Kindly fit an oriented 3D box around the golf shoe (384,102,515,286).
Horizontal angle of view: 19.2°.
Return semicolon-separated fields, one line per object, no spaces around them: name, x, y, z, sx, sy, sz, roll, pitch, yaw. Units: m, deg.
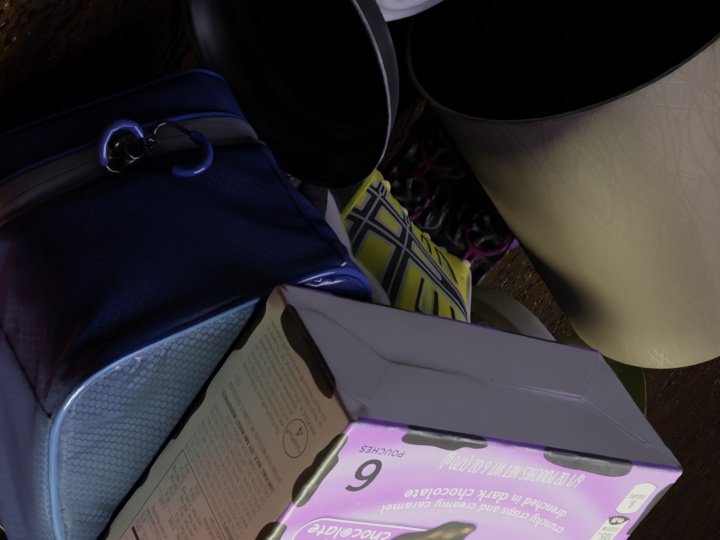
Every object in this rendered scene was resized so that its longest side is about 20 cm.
golf shoe;0.063;-0.069;1.059;0.092;0.072;0.201;-9;122;-85

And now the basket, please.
basket;0.126;-0.060;0.957;0.180;0.136;0.200;-38;138;-12

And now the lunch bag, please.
lunch bag;-0.088;0.020;0.808;0.135;0.132;0.201;-21;145;-26

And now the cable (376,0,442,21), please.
cable;0.050;-0.182;0.823;0.200;0.069;0.200;-33;166;-44

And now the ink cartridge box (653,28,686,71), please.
ink cartridge box;0.164;-0.166;1.056;0.148;0.075;0.201;-78;-179;-45

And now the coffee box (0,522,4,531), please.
coffee box;-0.081;0.047;0.993;0.200;0.044;0.123;-54;163;1

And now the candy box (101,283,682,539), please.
candy box;-0.006;0.112;0.793;0.167;0.072;0.200;12;124;-40

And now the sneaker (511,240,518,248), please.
sneaker;0.094;-0.064;1.181;0.200;0.080;0.089;-37;162;-28

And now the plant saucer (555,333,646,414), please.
plant saucer;0.082;0.118;1.127;0.200;0.031;0.200;-54;-161;29

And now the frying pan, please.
frying pan;-0.018;-0.053;0.814;0.031;0.115;0.191;-34;127;-31

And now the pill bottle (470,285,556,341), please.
pill bottle;0.000;0.100;0.938;0.199;0.111;0.111;-31;153;-23

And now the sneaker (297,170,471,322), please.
sneaker;0.000;0.000;0.896;0.076;0.201;0.075;-12;164;-33
